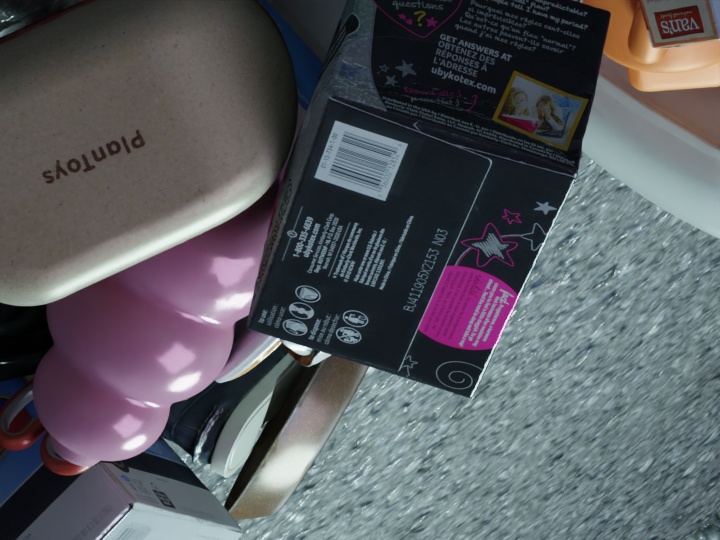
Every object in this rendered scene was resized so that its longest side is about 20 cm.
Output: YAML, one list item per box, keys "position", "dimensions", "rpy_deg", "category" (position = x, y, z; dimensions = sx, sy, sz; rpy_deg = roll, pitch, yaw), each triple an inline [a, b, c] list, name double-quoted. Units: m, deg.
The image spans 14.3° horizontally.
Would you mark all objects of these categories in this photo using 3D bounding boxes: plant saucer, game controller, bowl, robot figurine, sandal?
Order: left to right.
- position: [-0.163, 0.013, 1.668]
  dimensions: [0.200, 0.042, 0.105]
  rpy_deg: [-12, 130, -57]
  category: "game controller"
- position: [-0.032, 0.090, 1.950]
  dimensions: [0.201, 0.034, 0.200]
  rpy_deg: [-59, -178, 4]
  category: "plant saucer"
- position: [0.002, 0.002, 1.617]
  dimensions: [0.207, 0.059, 0.079]
  rpy_deg: [-44, -164, 3]
  category: "sandal"
- position: [0.185, -0.199, 1.718]
  dimensions: [0.144, 0.116, 0.201]
  rpy_deg: [-40, 138, -26]
  category: "robot figurine"
- position: [0.230, -0.139, 1.836]
  dimensions: [0.200, 0.199, 0.075]
  rpy_deg: [-54, 160, -4]
  category: "bowl"

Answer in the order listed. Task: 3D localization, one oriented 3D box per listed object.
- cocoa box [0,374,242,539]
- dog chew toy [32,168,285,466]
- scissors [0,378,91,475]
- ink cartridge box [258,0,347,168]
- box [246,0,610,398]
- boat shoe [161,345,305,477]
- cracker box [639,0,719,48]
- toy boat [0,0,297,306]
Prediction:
- position: [-0.187, 0.150, 1.754]
  dimensions: [0.133, 0.131, 0.200]
  rpy_deg: [-45, 161, 6]
  category: "cocoa box"
- position: [-0.116, 0.016, 1.580]
  dimensions: [0.201, 0.124, 0.124]
  rpy_deg: [-63, 157, 9]
  category: "dog chew toy"
- position: [-0.123, 0.045, 1.661]
  dimensions: [0.200, 0.073, 0.014]
  rpy_deg: [-41, 142, -18]
  category: "scissors"
- position: [-0.002, -0.108, 1.639]
  dimensions: [0.144, 0.084, 0.200]
  rpy_deg: [-31, 158, -29]
  category: "ink cartridge box"
- position: [0.031, -0.050, 1.445]
  dimensions: [0.200, 0.131, 0.115]
  rpy_deg: [112, -5, -52]
  category: "box"
- position: [-0.079, 0.073, 1.899]
  dimensions: [0.200, 0.062, 0.075]
  rpy_deg: [-53, 167, -58]
  category: "boat shoe"
- position: [0.197, -0.239, 1.598]
  dimensions: [0.134, 0.201, 0.058]
  rpy_deg: [-26, -166, -39]
  category: "cracker box"
- position: [-0.130, -0.076, 1.428]
  dimensions: [0.199, 0.131, 0.131]
  rpy_deg: [-24, -159, -3]
  category: "toy boat"
